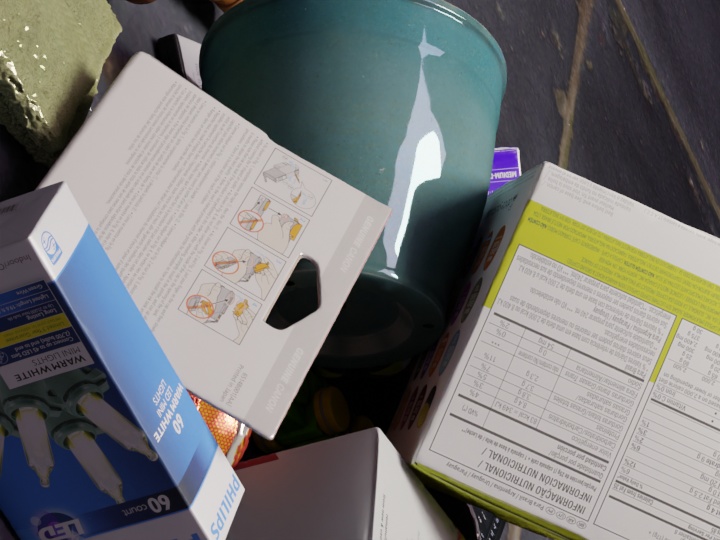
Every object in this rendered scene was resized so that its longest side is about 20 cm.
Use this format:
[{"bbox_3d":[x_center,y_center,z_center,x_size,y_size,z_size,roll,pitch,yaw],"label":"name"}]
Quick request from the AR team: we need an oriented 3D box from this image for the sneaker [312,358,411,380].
[{"bbox_3d":[0.000,0.000,1.468,0.200,0.074,0.081,-86,170,-52],"label":"sneaker"}]

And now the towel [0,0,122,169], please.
[{"bbox_3d":[-0.205,-0.168,1.220,0.200,0.036,0.148,59,27,-32],"label":"towel"}]

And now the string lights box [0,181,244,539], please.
[{"bbox_3d":[-0.152,0.063,1.090,0.200,0.103,0.059,62,25,-24],"label":"string lights box"}]

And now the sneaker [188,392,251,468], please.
[{"bbox_3d":[-0.109,0.028,1.258,0.077,0.073,0.200,13,41,-24],"label":"sneaker"}]

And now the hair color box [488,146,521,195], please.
[{"bbox_3d":[0.087,0.026,1.493,0.109,0.065,0.200,90,-6,-79],"label":"hair color box"}]

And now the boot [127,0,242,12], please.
[{"bbox_3d":[-0.111,-0.208,1.439,0.200,0.077,0.155,-94,159,-45],"label":"boot"}]

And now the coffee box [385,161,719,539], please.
[{"bbox_3d":[0.146,0.071,1.327,0.200,0.200,0.198,142,-28,-83],"label":"coffee box"}]

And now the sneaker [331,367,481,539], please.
[{"bbox_3d":[0.043,0.147,1.521,0.086,0.080,0.200,-21,99,-77],"label":"sneaker"}]

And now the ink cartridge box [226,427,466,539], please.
[{"bbox_3d":[-0.011,0.218,1.251,0.200,0.145,0.145,54,29,-39],"label":"ink cartridge box"}]

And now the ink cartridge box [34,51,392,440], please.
[{"bbox_3d":[-0.096,-0.009,1.188,0.176,0.045,0.200,33,45,-5],"label":"ink cartridge box"}]

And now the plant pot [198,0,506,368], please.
[{"bbox_3d":[-0.010,-0.048,1.351,0.200,0.200,0.188,43,43,-50],"label":"plant pot"}]

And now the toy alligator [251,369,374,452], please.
[{"bbox_3d":[-0.043,0.083,1.385,0.200,0.059,0.054,47,34,-47],"label":"toy alligator"}]

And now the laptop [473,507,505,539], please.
[{"bbox_3d":[0.117,0.120,1.672,0.177,0.103,0.200,65,24,-17],"label":"laptop"}]

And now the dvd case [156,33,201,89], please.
[{"bbox_3d":[-0.072,-0.076,1.486,0.200,0.018,0.143,14,60,-65],"label":"dvd case"}]

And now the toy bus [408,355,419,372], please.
[{"bbox_3d":[0.074,0.069,1.582,0.078,0.065,0.200,-22,80,-37],"label":"toy bus"}]
